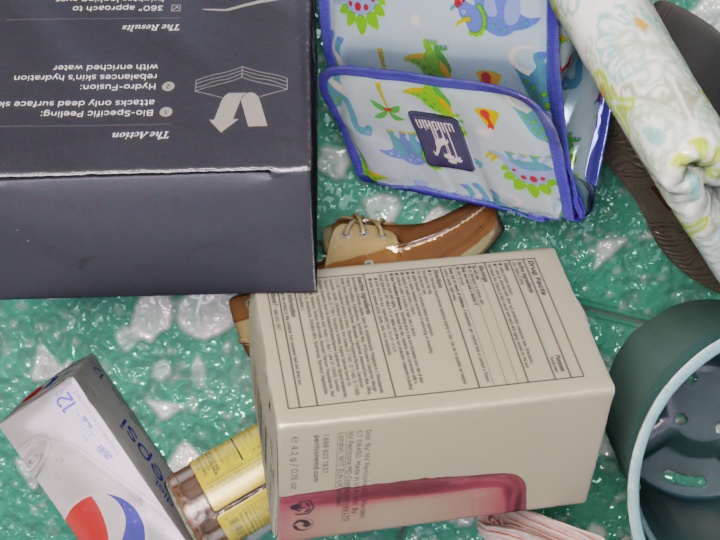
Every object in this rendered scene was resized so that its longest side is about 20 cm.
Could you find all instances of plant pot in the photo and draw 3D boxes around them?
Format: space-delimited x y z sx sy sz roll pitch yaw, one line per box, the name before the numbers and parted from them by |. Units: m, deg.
plant pot | 0.246 0.108 0.807 0.197 0.196 0.203 0 100 -2

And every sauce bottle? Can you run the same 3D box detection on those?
sauce bottle | -0.033 0.119 0.861 0.198 0.065 0.065 -27 99 -10

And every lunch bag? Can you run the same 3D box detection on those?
lunch bag | 0.067 -0.137 0.778 0.169 0.127 0.202 14 117 33

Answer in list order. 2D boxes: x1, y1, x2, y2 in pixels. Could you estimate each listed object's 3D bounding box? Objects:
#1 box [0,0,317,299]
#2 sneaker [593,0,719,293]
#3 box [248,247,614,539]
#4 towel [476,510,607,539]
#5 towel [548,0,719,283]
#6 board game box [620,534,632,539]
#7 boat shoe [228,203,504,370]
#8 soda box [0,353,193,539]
box | -0.123 -0.096 0.761 0.194 0.202 0.118 -1 144 0
sneaker | 0.233 -0.078 0.842 0.200 0.074 0.107 49 66 -24
box | 0.036 0.073 0.773 0.197 0.129 0.110 -5 132 -9
towel | 0.171 0.231 0.797 0.032 0.191 0.200 -45 97 -11
towel | 0.170 -0.068 0.663 0.048 0.172 0.200 -33 139 14
board game box | 0.214 0.312 0.921 0.134 0.034 0.200 -43 97 5
boat shoe | 0.000 0.000 0.850 0.199 0.076 0.074 -31 95 3
soda box | -0.161 0.162 0.875 0.063 0.068 0.201 -32 99 4
